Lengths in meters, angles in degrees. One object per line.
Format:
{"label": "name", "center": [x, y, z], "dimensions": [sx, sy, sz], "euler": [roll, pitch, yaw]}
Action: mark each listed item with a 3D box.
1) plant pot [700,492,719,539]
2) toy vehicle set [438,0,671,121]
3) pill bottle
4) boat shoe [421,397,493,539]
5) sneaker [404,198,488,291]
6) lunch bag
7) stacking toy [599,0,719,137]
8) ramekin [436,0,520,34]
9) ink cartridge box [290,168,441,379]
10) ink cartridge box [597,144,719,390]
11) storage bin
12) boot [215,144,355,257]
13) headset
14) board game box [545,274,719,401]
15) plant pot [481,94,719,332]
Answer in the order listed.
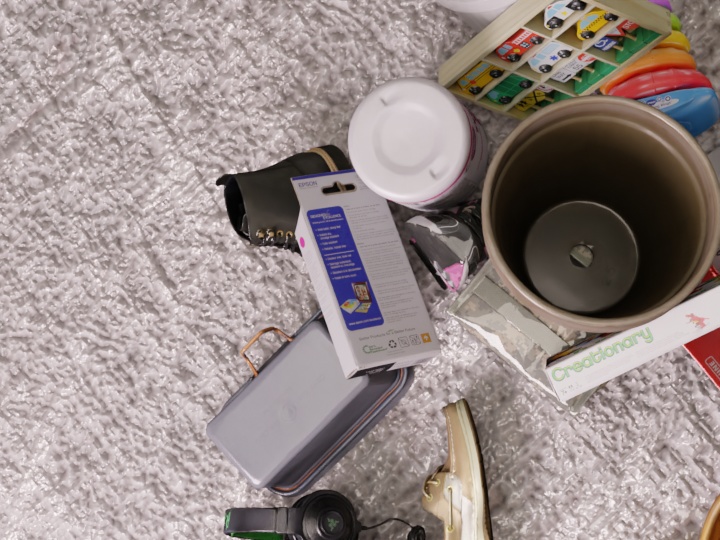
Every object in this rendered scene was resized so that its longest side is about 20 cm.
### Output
{"label": "plant pot", "center": [0.407, 0.258, 1.487], "dimensions": [0.199, 0.183, 0.201], "euler": [0, 88, 11]}
{"label": "toy vehicle set", "center": [0.176, -0.203, 1.515], "dimensions": [0.124, 0.200, 0.027], "euler": [16, 61, -25]}
{"label": "pill bottle", "center": [0.061, -0.115, 1.557], "dimensions": [0.113, 0.200, 0.114], "euler": [0, 89, 11]}
{"label": "boat shoe", "center": [0.092, 0.228, 1.606], "dimensions": [0.066, 0.074, 0.201], "euler": [-7, 87, 6]}
{"label": "sneaker", "center": [0.096, -0.037, 1.554], "dimensions": [0.086, 0.200, 0.080], "euler": [-37, 92, -1]}
{"label": "lunch bag", "center": [0.207, 0.016, 1.569], "dimensions": [0.164, 0.118, 0.200], "euler": [40, 91, 7]}
{"label": "stacking toy", "center": [0.272, -0.226, 1.579], "dimensions": [0.115, 0.110, 0.201], "euler": [-12, 75, 13]}
{"label": "ramekin", "center": [0.163, -0.301, 1.554], "dimensions": [0.202, 0.094, 0.203], "euler": [-26, 41, 24]}
{"label": "ink cartridge box", "center": [0.000, 0.000, 1.558], "dimensions": [0.094, 0.037, 0.201], "euler": [-10, 72, -29]}
{"label": "ink cartridge box", "center": [0.349, -0.001, 1.529], "dimensions": [0.176, 0.045, 0.200], "euler": [-34, 80, -30]}
{"label": "storage bin", "center": [-0.064, 0.121, 1.610], "dimensions": [0.200, 0.134, 0.146], "euler": [-44, 81, 6]}
{"label": "boot", "center": [-0.052, -0.018, 1.606], "dimensions": [0.077, 0.138, 0.201], "euler": [-46, 65, 50]}
{"label": "headset", "center": [-0.036, 0.267, 1.606], "dimensions": [0.199, 0.124, 0.094], "euler": [2, 76, 1]}
{"label": "board game box", "center": [0.258, 0.054, 1.441], "dimensions": [0.199, 0.126, 0.035], "euler": [-27, 88, 6]}
{"label": "plant pot", "center": [0.200, -0.031, 1.428], "dimensions": [0.199, 0.174, 0.201], "euler": [0, 76, 0]}
